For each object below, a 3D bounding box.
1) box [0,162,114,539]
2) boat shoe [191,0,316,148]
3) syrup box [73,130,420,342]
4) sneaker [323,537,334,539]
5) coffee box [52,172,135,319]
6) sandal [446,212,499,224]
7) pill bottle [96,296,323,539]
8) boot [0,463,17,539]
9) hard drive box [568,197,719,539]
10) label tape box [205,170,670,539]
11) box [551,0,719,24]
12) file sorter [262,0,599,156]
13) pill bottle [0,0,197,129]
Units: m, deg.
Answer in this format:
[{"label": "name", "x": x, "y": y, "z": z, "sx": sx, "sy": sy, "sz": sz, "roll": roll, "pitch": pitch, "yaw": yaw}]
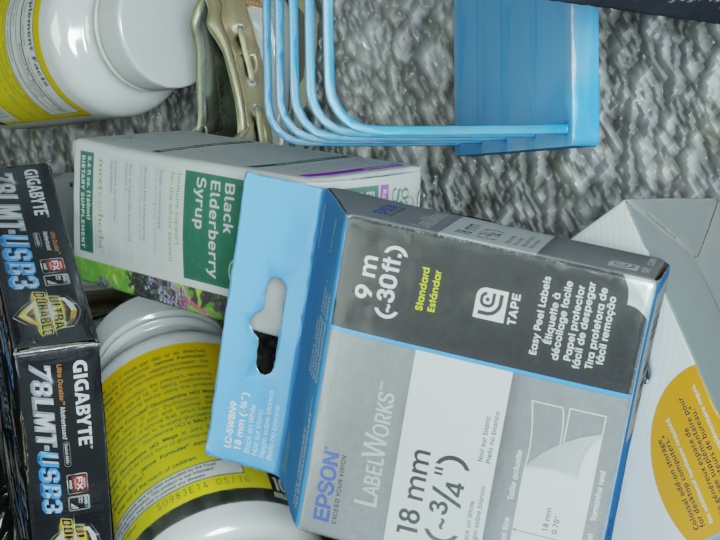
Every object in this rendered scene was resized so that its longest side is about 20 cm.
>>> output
[{"label": "box", "x": -0.174, "y": 0.073, "z": 0.891, "sx": 0.200, "sy": 0.049, "sz": 0.200, "roll": -122, "pitch": 31, "yaw": -55}, {"label": "boat shoe", "x": -0.073, "y": -0.069, "z": 0.967, "sx": 0.075, "sy": 0.068, "sz": 0.202, "roll": 5, "pitch": 94, "yaw": 55}, {"label": "syrup box", "x": -0.063, "y": -0.023, "z": 0.842, "sx": 0.199, "sy": 0.081, "sz": 0.079, "roll": 13, "pitch": 107, "yaw": 46}, {"label": "sneaker", "x": -0.084, "y": 0.201, "z": 1.018, "sx": 0.200, "sy": 0.075, "sz": 0.092, "roll": -53, "pitch": 48, "yaw": 26}, {"label": "coffee box", "x": -0.216, "y": -0.006, "z": 1.111, "sx": 0.199, "sy": 0.114, "sz": 0.080, "roll": -18, "pitch": 79, "yaw": 48}, {"label": "sandal", "x": 0.000, "y": 0.000, "z": 0.882, "sx": 0.199, "sy": 0.054, "sz": 0.082, "roll": 12, "pitch": 105, "yaw": 28}, {"label": "pill bottle", "x": -0.097, "y": 0.109, "z": 0.928, "sx": 0.113, "sy": 0.112, "sz": 0.201, "roll": -60, "pitch": 36, "yaw": 31}, {"label": "boot", "x": -0.274, "y": 0.154, "z": 1.210, "sx": 0.158, "sy": 0.079, "sz": 0.213, "roll": -4, "pitch": 73, "yaw": 63}, {"label": "hard drive box", "x": 0.112, "y": 0.081, "z": 0.783, "sx": 0.200, "sy": 0.076, "sz": 0.157, "roll": -40, "pitch": 63, "yaw": 42}, {"label": "label tape box", "x": 0.022, "y": 0.048, "z": 0.710, "sx": 0.199, "sy": 0.063, "sz": 0.145, "roll": 12, "pitch": 103, "yaw": 13}, {"label": "box", "x": 0.140, "y": -0.211, "z": 0.644, "sx": 0.117, "sy": 0.199, "sz": 0.198, "roll": -29, "pitch": 71, "yaw": 43}, {"label": "file sorter", "x": 0.025, "y": -0.127, "z": 0.772, "sx": 0.200, "sy": 0.122, "sz": 0.140, "roll": -166, "pitch": 76, "yaw": -79}, {"label": "pill bottle", "x": -0.182, "y": -0.153, "z": 1.067, "sx": 0.199, "sy": 0.111, "sz": 0.112, "roll": 1, "pitch": 93, "yaw": 47}]
